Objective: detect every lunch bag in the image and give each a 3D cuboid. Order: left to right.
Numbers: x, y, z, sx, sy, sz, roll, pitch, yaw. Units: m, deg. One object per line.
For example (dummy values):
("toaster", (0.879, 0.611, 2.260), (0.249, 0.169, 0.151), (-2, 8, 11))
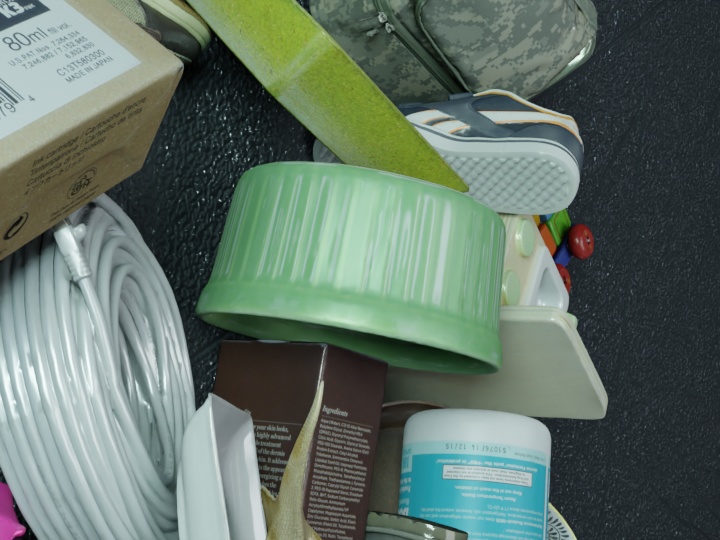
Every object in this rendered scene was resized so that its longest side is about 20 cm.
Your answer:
("lunch bag", (0.074, -0.212, 0.975), (0.200, 0.166, 0.141), (39, 48, -53))

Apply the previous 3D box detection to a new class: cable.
("cable", (-0.136, 0.060, 0.671), (0.200, 0.068, 0.202), (57, 21, -79))

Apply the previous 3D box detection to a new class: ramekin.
("ramekin", (0.000, 0.000, 0.838), (0.200, 0.198, 0.099), (24, 73, -57))

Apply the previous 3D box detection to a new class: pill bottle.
("pill bottle", (0.079, 0.206, 0.935), (0.111, 0.110, 0.202), (30, 61, -56))

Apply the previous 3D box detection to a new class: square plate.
("square plate", (-0.066, 0.171, 0.671), (0.198, 0.028, 0.202), (83, 0, -81))

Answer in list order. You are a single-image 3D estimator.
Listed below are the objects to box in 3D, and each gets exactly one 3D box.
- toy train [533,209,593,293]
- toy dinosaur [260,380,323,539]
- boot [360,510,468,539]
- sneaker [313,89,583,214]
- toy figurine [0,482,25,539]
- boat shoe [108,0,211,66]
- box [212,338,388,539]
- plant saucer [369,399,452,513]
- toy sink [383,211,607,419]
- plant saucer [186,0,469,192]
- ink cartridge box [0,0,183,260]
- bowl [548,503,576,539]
("toy train", (0.137, -0.018, 1.201), (0.200, 0.084, 0.116), (-51, 123, -46))
("toy dinosaur", (-0.036, 0.154, 0.694), (0.201, 0.058, 0.102), (96, -25, -51))
("boot", (-0.011, 0.264, 0.871), (0.072, 0.181, 0.202), (24, 66, -45))
("sneaker", (0.068, -0.089, 0.969), (0.080, 0.198, 0.079), (-66, 159, -48))
("toy figurine", (-0.184, 0.192, 0.629), (0.200, 0.148, 0.186), (21, 63, -74))
("boat shoe", (-0.151, -0.145, 0.717), (0.065, 0.073, 0.200), (-61, 156, 3))
("box", (-0.052, 0.150, 0.852), (0.075, 0.099, 0.202), (18, 76, -48))
("plant saucer", (0.039, 0.202, 0.998), (0.198, 0.034, 0.203), (5, 76, -22))
("toy sink", (0.091, 0.028, 0.998), (0.131, 0.198, 0.113), (56, 44, -43))
("plant saucer", (-0.039, -0.132, 0.829), (0.048, 0.200, 0.200), (-44, 144, 5))
("ink cartridge box", (-0.197, -0.076, 0.533), (0.200, 0.164, 0.075), (-44, 171, -50))
("bowl", (0.084, 0.274, 1.072), (0.199, 0.094, 0.203), (6, 75, -22))
